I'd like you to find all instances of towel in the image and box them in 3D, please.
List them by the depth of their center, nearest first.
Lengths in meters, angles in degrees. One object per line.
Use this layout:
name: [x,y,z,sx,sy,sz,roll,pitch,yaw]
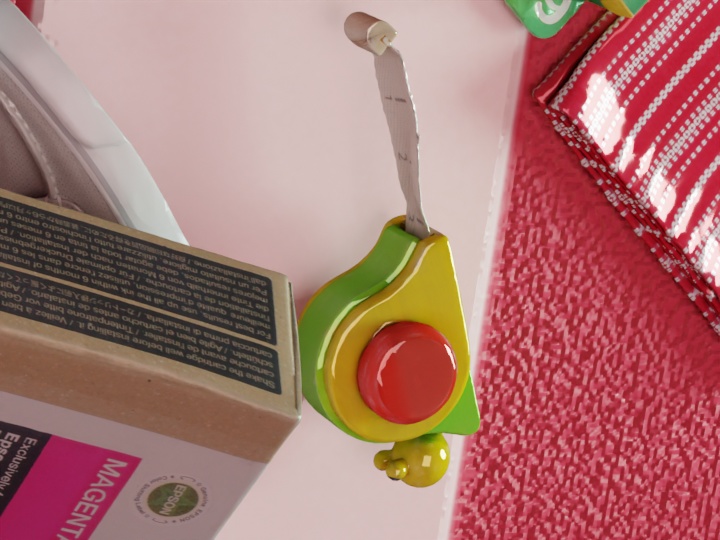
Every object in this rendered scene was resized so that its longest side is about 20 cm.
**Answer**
towel: [0.180,-0.057,1.198,0.145,0.022,0.200,-46,118,-8]

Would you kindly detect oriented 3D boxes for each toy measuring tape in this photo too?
toy measuring tape: [0.000,0.000,1.103,0.073,0.074,0.201,-20,112,-19]

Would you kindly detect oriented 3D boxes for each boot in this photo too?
boot: [-0.121,-0.005,1.038,0.095,0.074,0.201,-37,120,-10]

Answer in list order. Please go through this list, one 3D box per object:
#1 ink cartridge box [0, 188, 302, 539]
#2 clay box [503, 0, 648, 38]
ink cartridge box: [-0.136,0.069,0.997,0.164,0.075,0.200,17,130,-23]
clay box: [0.119,-0.196,1.114,0.200,0.048,0.115,-47,118,-7]
